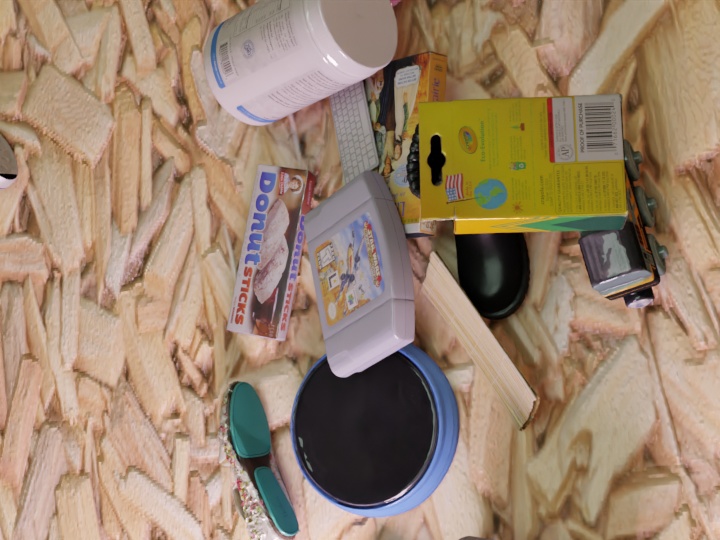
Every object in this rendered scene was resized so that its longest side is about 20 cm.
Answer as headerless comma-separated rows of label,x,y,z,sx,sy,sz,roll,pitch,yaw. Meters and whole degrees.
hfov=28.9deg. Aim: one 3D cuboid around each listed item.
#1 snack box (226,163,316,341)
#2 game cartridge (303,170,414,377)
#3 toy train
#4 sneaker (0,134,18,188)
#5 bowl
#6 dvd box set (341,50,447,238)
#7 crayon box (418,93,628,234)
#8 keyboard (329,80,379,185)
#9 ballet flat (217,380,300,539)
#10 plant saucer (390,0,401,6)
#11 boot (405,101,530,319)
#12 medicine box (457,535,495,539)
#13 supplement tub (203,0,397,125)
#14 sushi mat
snack box,-0.105,-0.022,1.642,0.071,0.024,0.202,9,86,28
game cartridge,0.000,0.000,1.522,0.133,0.041,0.201,-37,57,47
toy train,0.255,-0.061,1.426,0.085,0.114,0.201,-18,75,21
sneaker,-0.549,-0.138,1.851,0.200,0.080,0.147,47,111,20
bowl,0.011,0.172,1.549,0.199,0.039,0.202,-4,81,25
dvd box set,0.034,-0.134,1.560,0.146,0.029,0.202,-4,80,51
crayon box,0.156,-0.104,1.361,0.198,0.051,0.128,-1,74,4
keyboard,-0.014,-0.195,1.601,0.056,0.011,0.201,-36,55,43
ballet flat,-0.129,0.228,1.592,0.064,0.075,0.201,-33,65,34
plant saucer,-0.009,-0.393,1.608,0.199,0.051,0.202,3,104,12
boot,0.112,-0.060,1.469,0.079,0.158,0.213,-11,77,23
medicine box,0.171,0.380,1.384,0.181,0.103,0.202,8,84,13
supplement tub,-0.070,-0.253,1.575,0.199,0.131,0.133,-18,74,41
sushi mat,0.126,0.076,1.484,0.012,0.096,0.201,-26,67,-18
